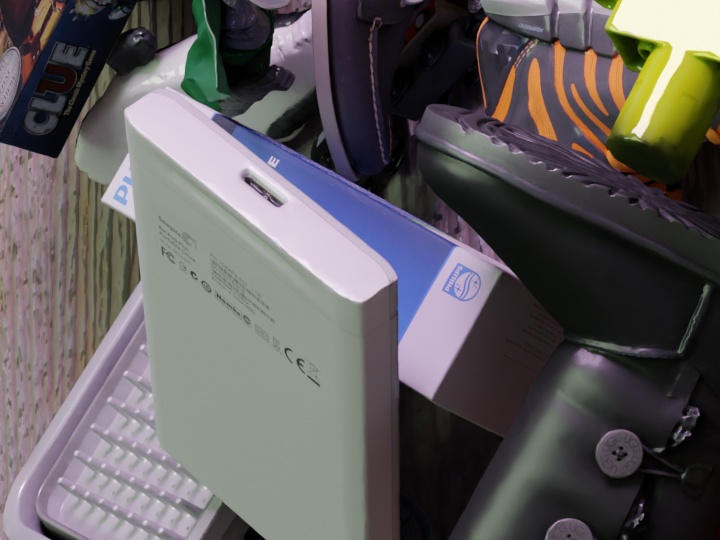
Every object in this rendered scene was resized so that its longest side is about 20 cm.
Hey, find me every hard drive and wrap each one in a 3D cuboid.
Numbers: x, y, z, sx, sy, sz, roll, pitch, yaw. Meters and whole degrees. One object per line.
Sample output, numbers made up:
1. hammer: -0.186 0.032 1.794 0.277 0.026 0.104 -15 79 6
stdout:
1. hard drive: -0.036 0.036 1.138 0.132 0.027 0.200 39 149 29

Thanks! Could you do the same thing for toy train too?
1. toy train: 0.034 -0.097 1.277 0.200 0.034 0.046 -47 35 41

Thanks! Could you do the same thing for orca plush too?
1. orca plush: -0.058 -0.105 1.384 0.200 0.105 0.071 -45 16 45

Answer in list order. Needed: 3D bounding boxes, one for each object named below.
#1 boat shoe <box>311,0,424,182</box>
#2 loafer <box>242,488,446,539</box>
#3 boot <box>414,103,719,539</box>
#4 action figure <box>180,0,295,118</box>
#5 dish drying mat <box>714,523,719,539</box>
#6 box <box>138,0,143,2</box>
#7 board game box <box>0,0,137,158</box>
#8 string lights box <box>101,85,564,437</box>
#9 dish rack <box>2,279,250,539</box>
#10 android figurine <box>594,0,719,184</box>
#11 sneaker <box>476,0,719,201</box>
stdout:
1. boat shoe: 0.011 -0.133 1.219 0.073 0.062 0.201 -78 -13 -73
2. loafer: -0.016 0.132 1.282 0.200 0.063 0.072 -2 54 52
3. boot: 0.059 0.060 1.063 0.066 0.164 0.200 -56 -9 -78
4. action figure: -0.051 -0.110 1.238 0.200 0.054 0.119 112 163 -79
5. dish drying mat: 0.130 0.112 1.089 0.200 0.018 0.077 -30 59 49
6. box: -0.101 -0.248 1.476 0.141 0.079 0.201 -5 78 52
7. board game box: -0.129 -0.173 1.383 0.200 0.035 0.136 -60 30 27
8. string lights box: 0.000 0.000 1.184 0.200 0.103 0.059 29 90 39
9. dish rack: -0.069 0.059 1.322 0.171 0.044 0.200 17 71 56
10. android figurine: 0.166 -0.112 1.004 0.182 0.041 0.200 17 71 30
11. sneaker: 0.123 -0.052 1.106 0.200 0.077 0.112 16 110 51
